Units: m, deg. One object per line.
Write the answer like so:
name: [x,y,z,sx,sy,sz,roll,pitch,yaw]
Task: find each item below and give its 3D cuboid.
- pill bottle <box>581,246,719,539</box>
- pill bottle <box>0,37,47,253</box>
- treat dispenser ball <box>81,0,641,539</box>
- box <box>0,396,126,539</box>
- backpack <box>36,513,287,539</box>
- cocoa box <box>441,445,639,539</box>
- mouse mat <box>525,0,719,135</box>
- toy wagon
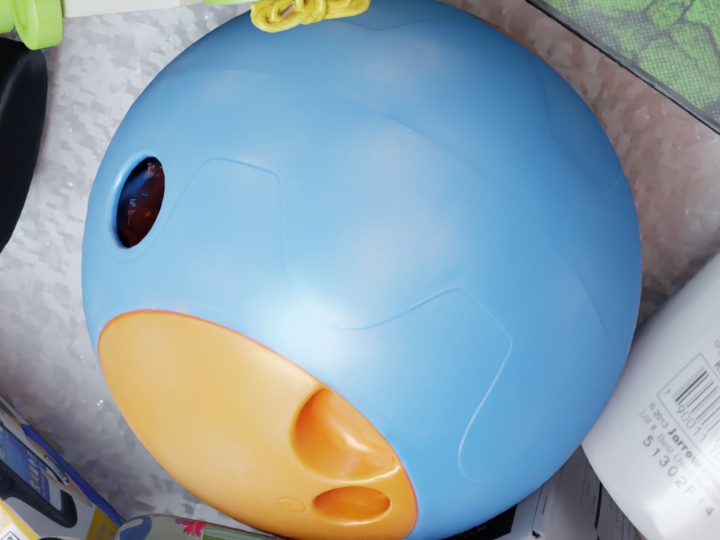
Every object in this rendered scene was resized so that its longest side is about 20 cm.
pill bottle: [0.183,0.020,1.016,0.114,0.114,0.200,42,110,-5]
pill bottle: [-0.227,-0.066,1.062,0.200,0.112,0.112,13,110,5]
treat dispenser ball: [0.000,0.000,0.996,0.201,0.201,0.201,3,109,9]
box: [-0.175,0.057,1.087,0.041,0.119,0.200,-42,98,6]
backpack: [-0.030,0.183,0.944,0.200,0.151,0.178,11,121,15]
cocoa box: [0.019,0.168,1.084,0.200,0.133,0.131,-26,103,17]
mouse mat: [0.160,-0.117,0.950,0.200,0.008,0.161,36,104,12]
toy wagon: [-0.048,-0.111,0.966,0.155,0.200,0.040,-14,103,-18]
